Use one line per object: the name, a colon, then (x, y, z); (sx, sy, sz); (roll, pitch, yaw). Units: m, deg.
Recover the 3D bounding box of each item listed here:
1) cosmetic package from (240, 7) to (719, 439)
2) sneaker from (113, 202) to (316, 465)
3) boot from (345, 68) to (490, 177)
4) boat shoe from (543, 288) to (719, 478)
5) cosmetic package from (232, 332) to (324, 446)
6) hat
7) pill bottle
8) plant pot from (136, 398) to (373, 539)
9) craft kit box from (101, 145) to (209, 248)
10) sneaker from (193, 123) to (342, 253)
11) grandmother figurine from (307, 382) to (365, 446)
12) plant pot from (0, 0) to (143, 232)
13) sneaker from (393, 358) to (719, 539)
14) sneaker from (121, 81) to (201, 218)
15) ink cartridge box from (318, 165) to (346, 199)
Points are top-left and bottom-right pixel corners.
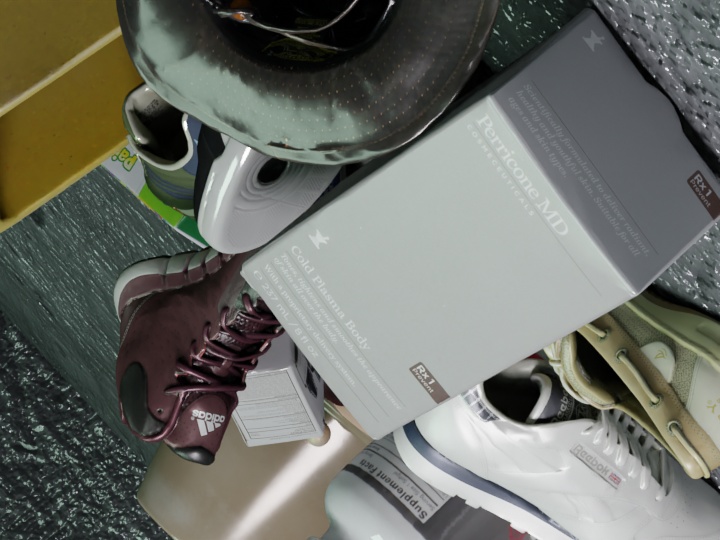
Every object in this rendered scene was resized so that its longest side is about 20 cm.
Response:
cosmetic package: (0.051, -0.016, 1.154); (0.107, 0.090, 0.200); (52, 143, -2)
sneaker: (-0.059, 0.041, 1.394); (0.076, 0.116, 0.200); (23, 152, -34)
boot: (0.042, -0.034, 1.342); (0.182, 0.072, 0.200); (58, 166, 23)
boat shoe: (0.127, 0.047, 1.309); (0.201, 0.063, 0.073); (30, 158, 55)
cosmetic package: (-0.053, -0.008, 1.536); (0.083, 0.050, 0.201); (70, -165, -57)
hat: (-0.014, -0.149, 1.120); (0.201, 0.201, 0.081); (47, -151, 6)
pill bottle: (0.051, 0.129, 1.500); (0.111, 0.200, 0.111); (45, 168, 12)
plant pot: (-0.052, 0.126, 1.822); (0.200, 0.174, 0.200); (40, 178, 1)
craft kit box: (-0.110, -0.058, 1.720); (0.197, 0.049, 0.200); (43, -175, 36)
sneaker: (-0.047, -0.116, 1.250); (0.112, 0.073, 0.200); (46, 126, 32)
grandmother figurine: (0.001, 0.065, 1.679); (0.200, 0.121, 0.061); (34, -167, -26)
plant pot: (-0.180, -0.173, 1.435); (0.200, 0.194, 0.196); (52, 168, 10)
sneaker: (0.118, 0.099, 1.409); (0.200, 0.081, 0.077); (23, -142, -19)
sneaker: (-0.089, -0.075, 1.439); (0.090, 0.067, 0.200); (32, 171, -24)
ink cartridge box: (0.000, 0.000, 1.534); (0.200, 0.044, 0.094); (62, -158, -49)
